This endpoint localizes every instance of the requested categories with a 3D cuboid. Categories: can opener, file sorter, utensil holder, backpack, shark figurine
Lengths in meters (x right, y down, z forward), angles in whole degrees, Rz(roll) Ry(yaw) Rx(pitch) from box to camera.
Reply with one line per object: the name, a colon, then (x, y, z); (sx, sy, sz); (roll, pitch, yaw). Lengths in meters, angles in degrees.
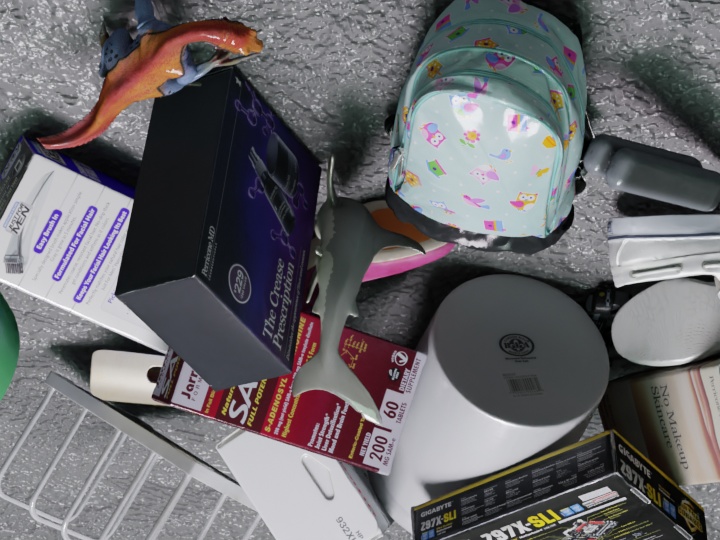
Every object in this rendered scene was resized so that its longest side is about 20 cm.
can opener: (0.253, -0.078, 1.639); (0.200, 0.053, 0.067); (5, 111, -39)
file sorter: (-0.209, 0.204, 1.962); (0.200, 0.125, 0.139); (27, 174, 36)
utensil holder: (0.110, 0.122, 1.871); (0.170, 0.170, 0.200); (12, 141, -8)
backpack: (0.099, -0.105, 1.592); (0.167, 0.127, 0.200); (9, 141, 1)
shark figurine: (0.004, 0.002, 1.640); (0.089, 0.215, 0.128); (7, 132, -4)

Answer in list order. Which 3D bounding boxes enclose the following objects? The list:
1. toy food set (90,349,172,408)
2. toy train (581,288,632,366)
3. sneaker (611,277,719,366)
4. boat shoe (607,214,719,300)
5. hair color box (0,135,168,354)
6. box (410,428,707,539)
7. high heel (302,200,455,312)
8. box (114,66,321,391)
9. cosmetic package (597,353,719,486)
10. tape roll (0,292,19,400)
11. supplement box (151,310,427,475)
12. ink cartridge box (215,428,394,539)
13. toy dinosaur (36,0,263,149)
toy food set: (-0.156, 0.090, 1.900); (0.143, 0.060, 0.200); (6, 174, 0)
toy train: (0.197, 0.079, 1.908); (0.046, 0.034, 0.200); (11, 143, -1)
sneaker: (0.312, 0.040, 1.804); (0.200, 0.075, 0.088); (-18, 157, 18)
boat shoe: (0.297, -0.002, 1.719); (0.202, 0.086, 0.075); (-1, 180, 11)
hair color box: (-0.210, -0.017, 1.768); (0.200, 0.065, 0.109); (26, 99, -26)
box: (0.169, 0.218, 1.823); (0.200, 0.049, 0.160); (-25, 135, 27)
high heel: (0.000, 0.000, 1.795); (0.200, 0.067, 0.096); (-9, 137, 24)
box: (-0.105, -0.032, 1.656); (0.079, 0.200, 0.141); (-16, 139, 29)
cosmetic package: (0.292, 0.125, 1.826); (0.087, 0.103, 0.200); (-15, 177, -26)
tape roll: (-0.392, 0.073, 1.841); (0.200, 0.201, 0.048); (-5, 144, 15)
supplement box: (-0.057, 0.086, 1.769); (0.200, 0.109, 0.061); (19, 176, -19)
ink cartridge box: (-0.045, 0.188, 1.916); (0.084, 0.145, 0.200); (-34, 175, 2)
toy dinosaur: (-0.135, -0.143, 1.549); (0.105, 0.200, 0.181); (30, -177, -15)
